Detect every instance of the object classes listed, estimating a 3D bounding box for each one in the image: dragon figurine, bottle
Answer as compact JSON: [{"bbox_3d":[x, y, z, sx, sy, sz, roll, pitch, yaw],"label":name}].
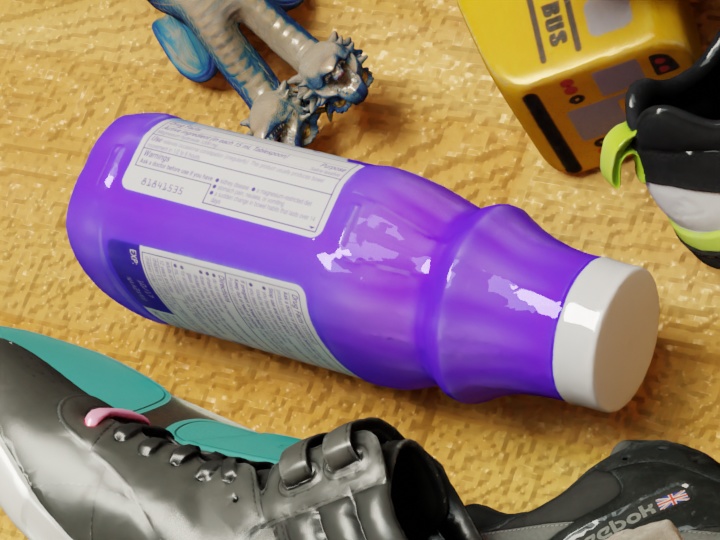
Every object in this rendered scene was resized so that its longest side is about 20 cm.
[{"bbox_3d":[-0.061,-0.110,0.894,0.059,0.099,0.200,-41,36,3],"label":"dragon figurine"},{"bbox_3d":[0.000,0.000,0.795,0.199,0.084,0.066,14,71,31],"label":"bottle"}]

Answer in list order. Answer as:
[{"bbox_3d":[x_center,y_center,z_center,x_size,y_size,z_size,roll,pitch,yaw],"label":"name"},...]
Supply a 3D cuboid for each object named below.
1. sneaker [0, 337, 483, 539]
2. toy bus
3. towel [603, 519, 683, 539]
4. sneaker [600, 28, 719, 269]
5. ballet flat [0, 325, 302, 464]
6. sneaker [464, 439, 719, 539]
[{"bbox_3d":[-0.036,0.065,0.719,0.200,0.071,0.099,44,104,20],"label":"sneaker"},{"bbox_3d":[0.062,-0.135,0.845,0.078,0.065,0.201,-19,59,15],"label":"toy bus"},{"bbox_3d":[0.072,0.172,0.611,0.034,0.132,0.201,-30,79,50],"label":"towel"},{"bbox_3d":[0.164,-0.079,0.746,0.200,0.083,0.072,-40,29,3],"label":"sneaker"},{"bbox_3d":[-0.071,0.073,0.806,0.199,0.072,0.072,17,73,32],"label":"ballet flat"},{"bbox_3d":[0.108,0.081,0.713,0.199,0.076,0.088,-16,54,17],"label":"sneaker"}]
